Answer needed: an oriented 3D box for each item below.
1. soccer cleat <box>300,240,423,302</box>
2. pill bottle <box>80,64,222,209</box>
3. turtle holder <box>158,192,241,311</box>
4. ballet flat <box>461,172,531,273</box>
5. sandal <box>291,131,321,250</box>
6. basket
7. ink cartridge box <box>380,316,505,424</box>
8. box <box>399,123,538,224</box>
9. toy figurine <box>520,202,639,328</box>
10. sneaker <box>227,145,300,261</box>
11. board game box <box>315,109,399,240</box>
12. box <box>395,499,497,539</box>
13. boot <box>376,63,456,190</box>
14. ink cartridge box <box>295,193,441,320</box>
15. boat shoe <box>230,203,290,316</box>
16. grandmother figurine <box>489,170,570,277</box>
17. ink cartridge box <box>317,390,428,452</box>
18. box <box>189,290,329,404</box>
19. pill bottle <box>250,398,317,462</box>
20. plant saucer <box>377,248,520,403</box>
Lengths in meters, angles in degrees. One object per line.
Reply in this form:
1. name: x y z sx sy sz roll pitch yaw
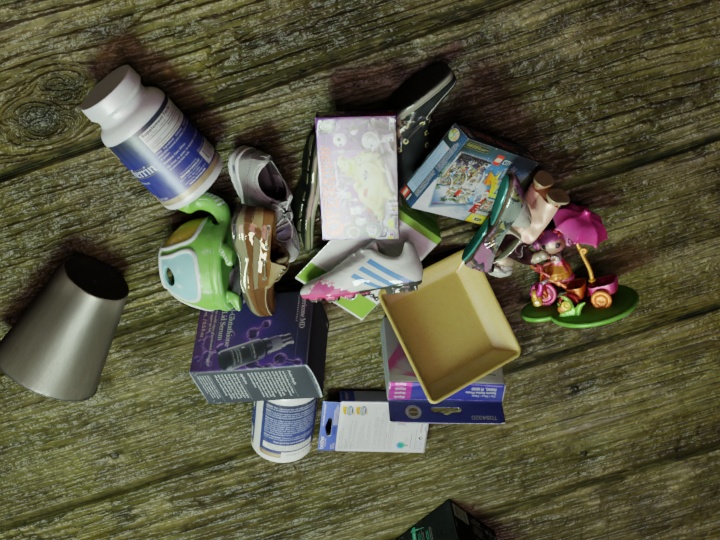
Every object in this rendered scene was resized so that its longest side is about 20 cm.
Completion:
1. soccer cleat: 0.000 0.000 1.681 0.199 0.070 0.087 -8 89 15
2. pill bottle: -0.305 -0.195 1.578 0.116 0.116 0.200 -33 119 15
3. turtle holder: -0.246 -0.024 1.679 0.131 0.141 0.186 1 138 11
4. ballet flat: 0.224 -0.070 1.685 0.071 0.069 0.200 19 134 -5
5. sandal: -0.065 -0.118 1.676 0.057 0.080 0.202 0 123 -22
6. basket: -0.468 0.087 1.738 0.180 0.136 0.200 24 114 -21
7. ink cartridge box: 0.138 0.163 1.800 0.196 0.200 0.043 1 135 -7
8. box: 0.168 -0.142 1.644 0.200 0.038 0.137 9 127 -50
9. toy figurine: 0.340 -0.019 1.769 0.199 0.150 0.185 -6 112 28
10. sneaker: -0.138 -0.094 1.658 0.075 0.082 0.200 -42 123 -30
11. board game box: -0.003 -0.140 1.611 0.120 0.032 0.201 0 119 7
12. box: 0.157 0.578 2.115 0.148 0.124 0.200 39 111 -25
13. boot: 0.098 -0.203 1.641 0.203 0.074 0.154 -41 122 19
14. ink cartridge box: 0.008 -0.039 1.733 0.148 0.076 0.200 33 116 -24
15. boat shoe: -0.146 -0.012 1.649 0.074 0.076 0.201 -1 130 8
16. grandmother figurine: 0.260 -0.059 1.735 0.060 0.122 0.200 -5 143 -35
17. ink cartridge box: 0.024 0.274 1.956 0.199 0.042 0.120 1 123 -9
18. box: -0.160 0.124 1.746 0.199 0.148 0.104 -6 143 11
19. pill bottle: -0.129 0.224 1.866 0.111 0.111 0.201 3 123 -8
20. plant saucer: 0.138 0.090 1.761 0.200 0.048 0.201 -25 88 -27
